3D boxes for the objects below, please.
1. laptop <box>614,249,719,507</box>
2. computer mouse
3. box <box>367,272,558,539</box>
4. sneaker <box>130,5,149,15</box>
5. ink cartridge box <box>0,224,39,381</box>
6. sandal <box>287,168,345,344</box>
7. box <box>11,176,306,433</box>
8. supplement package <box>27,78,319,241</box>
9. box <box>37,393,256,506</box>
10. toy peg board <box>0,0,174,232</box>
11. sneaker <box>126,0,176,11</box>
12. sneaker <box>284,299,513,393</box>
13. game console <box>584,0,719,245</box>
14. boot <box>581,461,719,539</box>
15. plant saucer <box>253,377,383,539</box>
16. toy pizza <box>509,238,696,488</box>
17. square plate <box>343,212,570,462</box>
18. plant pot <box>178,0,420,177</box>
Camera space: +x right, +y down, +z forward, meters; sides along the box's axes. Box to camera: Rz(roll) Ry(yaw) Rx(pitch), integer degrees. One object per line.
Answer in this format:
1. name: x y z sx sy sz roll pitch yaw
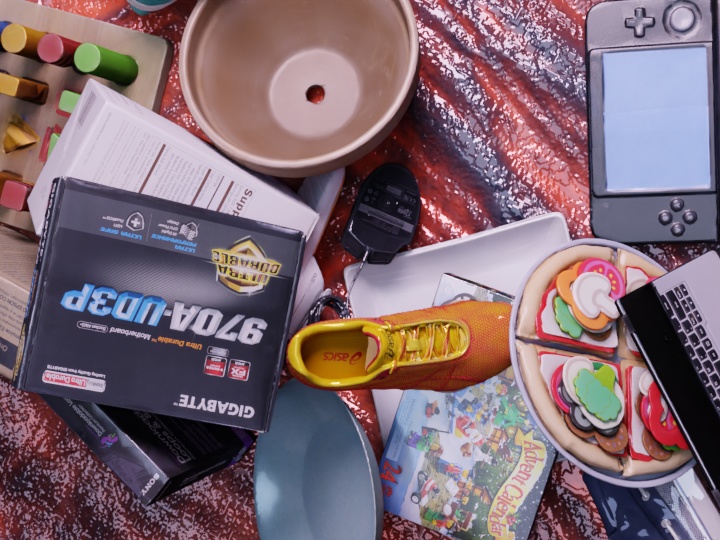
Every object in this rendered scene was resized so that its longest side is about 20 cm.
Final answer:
1. laptop: 0.282 0.079 1.007 0.116 0.198 0.189 -34 81 54
2. computer mouse: 0.000 0.000 1.145 0.058 0.034 0.202 25 71 -4
3. box: 0.101 0.119 1.119 0.135 0.038 0.203 19 95 13
4. sneaker: -0.237 -0.312 1.215 0.200 0.077 0.080 46 109 10
5. ink cartridge box: -0.298 0.023 1.165 0.163 0.200 0.076 26 96 13
6. sandal: -0.047 0.005 1.168 0.059 0.079 0.209 29 83 -23
7. box: -0.152 0.028 1.038 0.197 0.046 0.161 13 86 -22
8. supplement package: -0.156 -0.052 1.124 0.198 0.121 0.121 28 96 -23
9. box: -0.177 0.117 1.135 0.143 0.200 0.036 43 103 10
10. toy peg board: -0.294 -0.136 1.217 0.197 0.098 0.203 17 94 13
11. sneaker: -0.116 -0.302 1.129 0.084 0.121 0.200 45 77 -14
12. sneaker: 0.040 0.065 1.066 0.197 0.077 0.074 -10 86 -4
13. game console: 0.258 -0.123 1.064 0.170 0.119 0.203 -1 90 14
14. boot: 0.262 0.229 1.097 0.090 0.073 0.202 -32 74 17
15. plant saucer: -0.027 0.189 1.141 0.200 0.038 0.204 5 95 58
16. toy pizza: 0.205 0.067 1.060 0.198 0.032 0.203 10 66 -23
17. square plate: 0.100 0.072 1.153 0.195 0.028 0.203 -14 87 13
18. plant pot: -0.044 -0.164 1.141 0.198 0.093 0.204 -3 72 9
